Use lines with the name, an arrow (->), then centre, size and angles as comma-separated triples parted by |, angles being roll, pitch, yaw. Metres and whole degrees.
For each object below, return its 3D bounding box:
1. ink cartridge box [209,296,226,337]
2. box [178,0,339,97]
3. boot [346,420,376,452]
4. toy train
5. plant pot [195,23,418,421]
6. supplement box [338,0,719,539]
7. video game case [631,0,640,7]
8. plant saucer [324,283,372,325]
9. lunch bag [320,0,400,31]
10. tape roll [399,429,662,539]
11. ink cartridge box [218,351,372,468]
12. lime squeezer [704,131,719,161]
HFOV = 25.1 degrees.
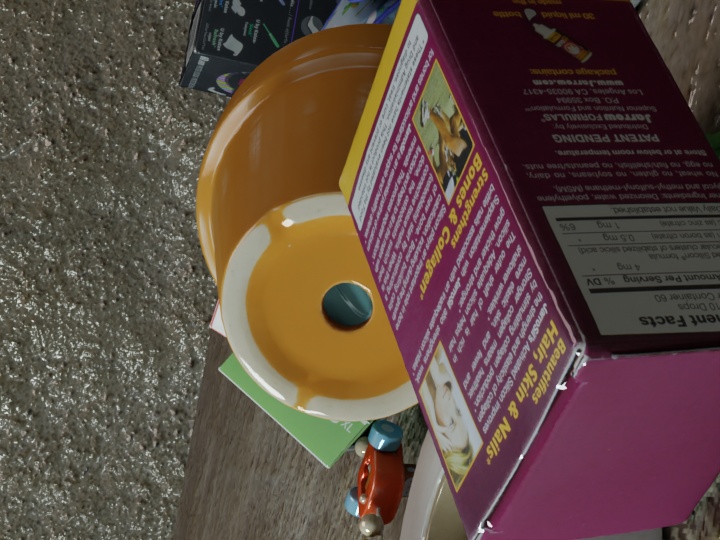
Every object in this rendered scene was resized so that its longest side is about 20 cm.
ink cartridge box -> -0.041, -0.031, 1.363 | 0.200, 0.067, 0.117 | -52, -10, -42
box -> -0.048, -0.202, 1.415 | 0.122, 0.200, 0.106 | 146, 134, -76
boot -> 0.003, 0.022, 1.272 | 0.174, 0.069, 0.200 | 112, 167, -49
toy train -> 0.008, 0.213, 1.100 | 0.150, 0.056, 0.200 | -99, 25, -68
plant pot -> -0.001, -0.015, 0.872 | 0.183, 0.200, 0.201 | -75, 0, -67
supplement box -> 0.077, -0.009, 0.656 | 0.131, 0.103, 0.200 | 112, 148, -46
video game case -> 0.125, -0.193, 0.958 | 0.200, 0.023, 0.182 | 124, 154, -65
plant saucer -> 0.000, 0.000, 1.094 | 0.200, 0.027, 0.200 | 51, 159, 29
lunch bag -> 0.037, -0.174, 1.176 | 0.200, 0.127, 0.170 | -58, 17, 16
tape roll -> 0.072, 0.142, 0.761 | 0.202, 0.071, 0.203 | -169, 90, -79
ink cartridge box -> -0.034, 0.076, 1.135 | 0.059, 0.104, 0.200 | -49, -3, 10
lime squeezer -> 0.137, -0.031, 0.677 | 0.200, 0.038, 0.071 | 120, 161, -56
